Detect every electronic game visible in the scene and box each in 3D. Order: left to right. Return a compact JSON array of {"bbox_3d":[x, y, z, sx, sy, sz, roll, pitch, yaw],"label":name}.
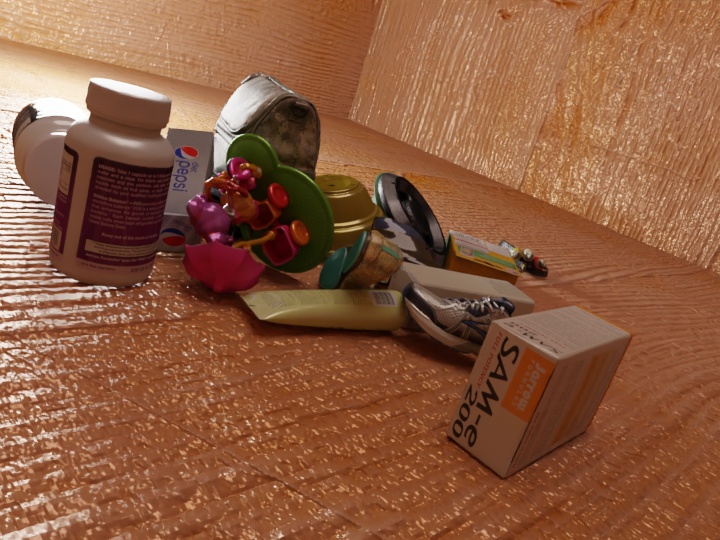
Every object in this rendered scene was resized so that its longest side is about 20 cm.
[{"bbox_3d":[0.096,-0.091,1.132,0.200,0.041,0.201,45,27,-31],"label":"electronic game"}]

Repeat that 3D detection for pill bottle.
[{"bbox_3d":[-0.421,-0.165,0.866,0.115,0.118,0.200,6,21,-33],"label":"pill bottle"},{"bbox_3d":[-0.263,-0.094,0.667,0.111,0.202,0.112,16,17,-5],"label":"pill bottle"}]

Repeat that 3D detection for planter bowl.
[{"bbox_3d":[-0.047,-0.106,1.020,0.198,0.084,0.201,0,27,0],"label":"planter bowl"}]

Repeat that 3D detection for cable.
[{"bbox_3d":[0.366,-0.037,1.381,0.096,0.051,0.200,21,18,-3],"label":"cable"}]

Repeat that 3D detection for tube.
[{"bbox_3d":[-0.040,0.046,0.737,0.198,0.058,0.052,4,65,-31],"label":"tube"}]

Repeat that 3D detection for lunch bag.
[{"bbox_3d":[-0.144,-0.208,0.962,0.138,0.169,0.200,16,16,-30],"label":"lunch bag"}]

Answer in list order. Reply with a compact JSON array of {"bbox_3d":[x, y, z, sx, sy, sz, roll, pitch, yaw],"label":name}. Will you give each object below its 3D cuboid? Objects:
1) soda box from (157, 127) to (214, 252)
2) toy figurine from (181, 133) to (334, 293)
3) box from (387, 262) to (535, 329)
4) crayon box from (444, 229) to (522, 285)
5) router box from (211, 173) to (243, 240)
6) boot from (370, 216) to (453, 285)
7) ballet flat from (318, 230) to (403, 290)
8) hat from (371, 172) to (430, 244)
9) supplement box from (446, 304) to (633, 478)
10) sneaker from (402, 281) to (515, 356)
[{"bbox_3d":[-0.242,-0.114,0.847,0.067,0.064,0.201,4,43,-10],"label":"soda box"},{"bbox_3d":[-0.148,-0.057,0.756,0.149,0.201,0.184,-23,10,31],"label":"toy figurine"},{"bbox_3d":[0.139,0.046,0.872,0.198,0.069,0.082,10,19,-24],"label":"box"},{"bbox_3d":[0.223,-0.013,1.164,0.124,0.052,0.200,18,17,0],"label":"crayon box"},{"bbox_3d":[-0.248,-0.118,0.984,0.198,0.063,0.150,22,16,11],"label":"router box"},{"bbox_3d":[0.097,-0.019,0.949,0.198,0.098,0.075,14,-25,-10],"label":"boot"},{"bbox_3d":[0.000,0.000,0.789,0.070,0.072,0.200,13,-15,-16],"label":"ballet flat"},{"bbox_3d":[0.022,-0.086,1.235,0.165,0.175,0.202,22,47,-44],"label":"hat"},{"bbox_3d":[0.186,0.111,0.624,0.073,0.127,0.199,32,21,36],"label":"supplement box"},{"bbox_3d":[0.146,0.060,0.757,0.199,0.086,0.077,31,18,3],"label":"sneaker"}]
